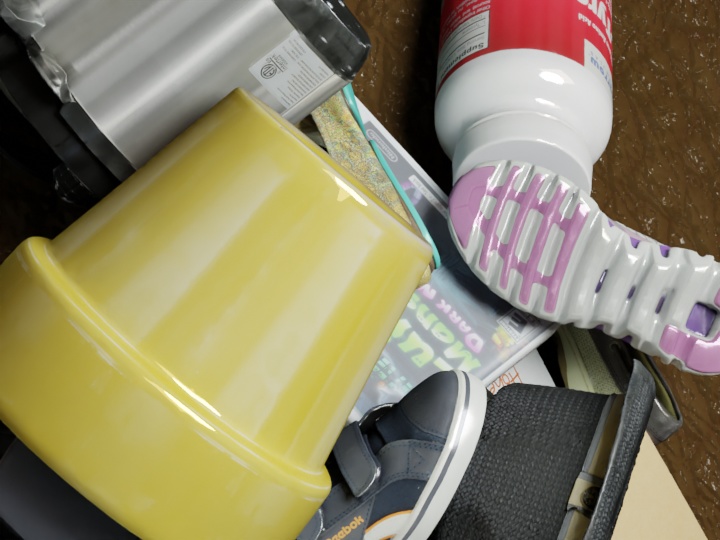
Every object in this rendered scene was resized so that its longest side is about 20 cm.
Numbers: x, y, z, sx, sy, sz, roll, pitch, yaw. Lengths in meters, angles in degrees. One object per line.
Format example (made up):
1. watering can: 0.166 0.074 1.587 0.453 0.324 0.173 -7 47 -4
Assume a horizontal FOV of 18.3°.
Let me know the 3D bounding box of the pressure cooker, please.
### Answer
1. pressure cooker: -0.117 -0.124 1.198 0.176 0.200 0.179 51 9 -14

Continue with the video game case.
1. video game case: 0.000 0.000 1.314 0.200 0.023 0.182 48 47 9

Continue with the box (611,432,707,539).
1. box: 0.152 0.220 1.343 0.200 0.021 0.164 -48 119 -35

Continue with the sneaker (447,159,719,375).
1. sneaker: 0.140 -0.001 1.346 0.199 0.088 0.081 26 92 -6

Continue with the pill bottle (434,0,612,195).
1. pill bottle: 0.104 -0.124 1.415 0.112 0.112 0.201 29 44 -26

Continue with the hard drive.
1. hard drive: -0.120 0.158 1.123 0.200 0.135 0.042 45 75 -13

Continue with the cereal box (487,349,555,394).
1. cereal box: 0.066 0.101 1.354 0.144 0.039 0.201 -28 89 -42

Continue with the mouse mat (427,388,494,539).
1. mouse mat: 0.086 0.173 1.300 0.200 0.007 0.162 41 60 -38

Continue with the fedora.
1. fedora: 0.092 0.135 1.220 0.091 0.201 0.201 18 52 10

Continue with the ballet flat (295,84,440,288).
1. ballet flat: -0.018 -0.068 1.304 0.070 0.071 0.201 0 54 -39

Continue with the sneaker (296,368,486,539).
1. sneaker: -0.012 0.130 1.194 0.079 0.078 0.201 30 98 -17

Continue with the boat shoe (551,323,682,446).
1. boat shoe: 0.152 0.022 1.424 0.072 0.066 0.202 19 50 -62

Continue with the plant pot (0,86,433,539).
1. plant pot: -0.070 0.021 1.114 0.200 0.201 0.189 38 93 -19
